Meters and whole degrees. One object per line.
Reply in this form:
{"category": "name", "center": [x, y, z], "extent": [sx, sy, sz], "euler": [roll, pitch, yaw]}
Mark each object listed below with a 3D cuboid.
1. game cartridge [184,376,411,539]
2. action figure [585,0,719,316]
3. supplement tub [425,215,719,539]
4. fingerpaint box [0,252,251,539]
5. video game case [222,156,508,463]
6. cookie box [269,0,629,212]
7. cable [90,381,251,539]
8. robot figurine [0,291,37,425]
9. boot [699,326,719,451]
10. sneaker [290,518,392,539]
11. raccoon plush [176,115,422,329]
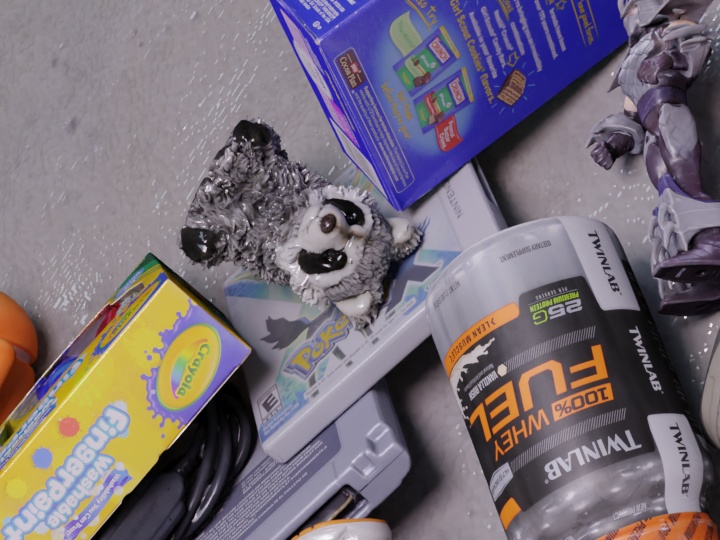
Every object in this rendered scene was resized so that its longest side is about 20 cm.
{"category": "game cartridge", "center": [-0.054, 0.144, 1.327], "extent": [0.200, 0.041, 0.133], "euler": [-43, 27, 12]}
{"category": "action figure", "center": [0.176, -0.080, 1.241], "extent": [0.069, 0.130, 0.202], "euler": [-6, 65, -8]}
{"category": "supplement tub", "center": [0.121, 0.082, 1.199], "extent": [0.122, 0.122, 0.201], "euler": [-32, 63, 22]}
{"category": "fingerpaint box", "center": [-0.167, 0.092, 1.357], "extent": [0.200, 0.073, 0.167], "euler": [-50, 11, -1]}
{"category": "video game case", "center": [0.000, 0.000, 1.352], "extent": [0.200, 0.022, 0.183], "euler": [-42, 32, 16]}
{"category": "cookie box", "center": [0.061, -0.158, 1.279], "extent": [0.199, 0.172, 0.075], "euler": [-36, 53, -6]}
{"category": "cable", "center": [-0.142, 0.151, 1.385], "extent": [0.201, 0.051, 0.163], "euler": [-56, 14, -26]}
{"category": "robot figurine", "center": [-0.286, 0.094, 1.502], "extent": [0.115, 0.144, 0.202], "euler": [4, 72, 7]}
{"category": "boot", "center": [0.254, 0.029, 1.110], "extent": [0.154, 0.073, 0.205], "euler": [39, 125, 55]}
{"category": "sneaker", "center": [-0.049, 0.227, 1.218], "extent": [0.200, 0.075, 0.092], "euler": [-43, 53, 26]}
{"category": "raccoon plush", "center": [-0.031, -0.028, 1.357], "extent": [0.133, 0.200, 0.097], "euler": [27, 98, 2]}
